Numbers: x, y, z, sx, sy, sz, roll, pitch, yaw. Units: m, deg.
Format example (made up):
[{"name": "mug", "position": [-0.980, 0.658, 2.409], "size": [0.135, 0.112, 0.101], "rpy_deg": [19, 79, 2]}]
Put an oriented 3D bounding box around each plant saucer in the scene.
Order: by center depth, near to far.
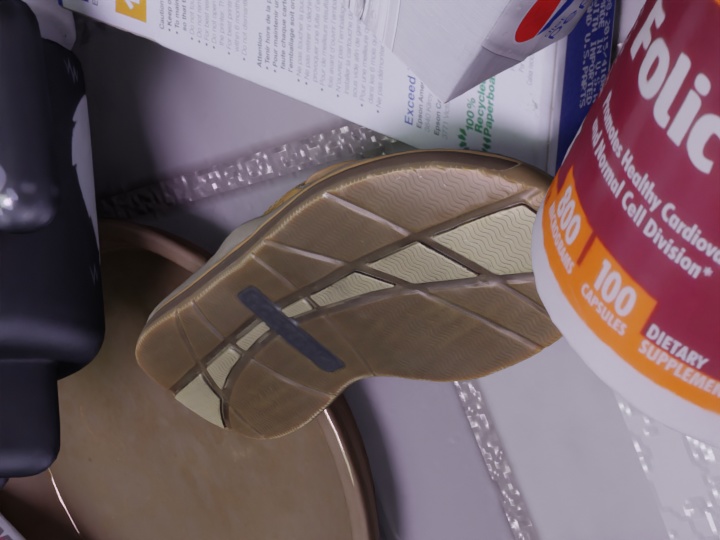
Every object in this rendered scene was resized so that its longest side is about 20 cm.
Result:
[{"name": "plant saucer", "position": [-0.067, 0.071, 0.974], "size": [0.200, 0.029, 0.200], "rpy_deg": [21, 124, 34]}]

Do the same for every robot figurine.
[{"name": "robot figurine", "position": [-0.149, -0.024, 0.906], "size": [0.150, 0.125, 0.200], "rpy_deg": [-11, 76, 19]}]

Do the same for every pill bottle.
[{"name": "pill bottle", "position": [0.129, -0.057, 0.671], "size": [0.114, 0.114, 0.200], "rpy_deg": [41, 133, 19]}]

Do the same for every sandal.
[{"name": "sandal", "position": [0.000, 0.000, 0.836], "size": [0.080, 0.054, 0.200], "rpy_deg": [43, 144, -16]}]

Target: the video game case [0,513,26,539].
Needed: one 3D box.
[{"name": "video game case", "position": [-0.177, 0.145, 1.091], "size": [0.182, 0.023, 0.200], "rpy_deg": [44, 144, 17]}]

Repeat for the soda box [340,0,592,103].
[{"name": "soda box", "position": [-0.013, -0.143, 0.731], "size": [0.200, 0.063, 0.068], "rpy_deg": [46, 135, 13]}]

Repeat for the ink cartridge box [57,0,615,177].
[{"name": "ink cartridge box", "position": [-0.009, -0.145, 0.802], "size": [0.200, 0.043, 0.197], "rpy_deg": [24, 127, 32]}]
